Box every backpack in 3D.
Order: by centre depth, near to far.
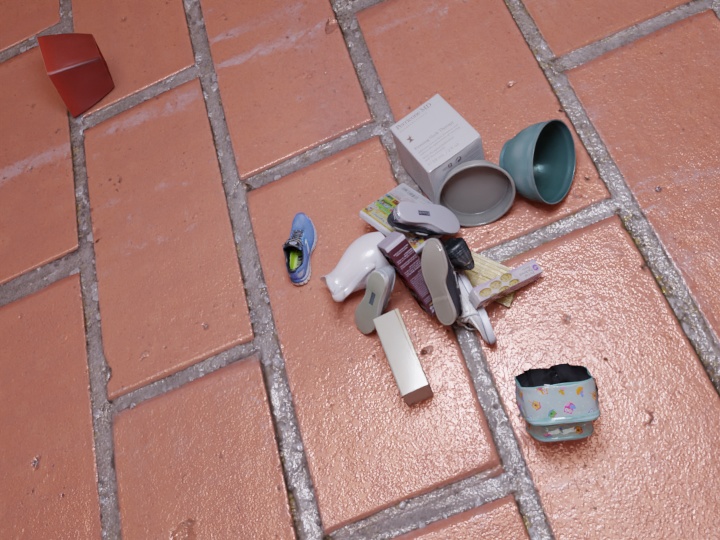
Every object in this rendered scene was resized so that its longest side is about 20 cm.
[{"bbox_3d":[0.417,0.278,1.356,0.171,0.200,0.158,-7,80,10],"label":"backpack"}]

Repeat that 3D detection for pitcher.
[{"bbox_3d":[0.000,0.000,1.621,0.199,0.122,0.172,-38,17,-1],"label":"pitcher"}]

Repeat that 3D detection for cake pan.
[{"bbox_3d":[0.289,-0.196,1.614,0.195,0.203,0.037,-10,45,10],"label":"cake pan"}]

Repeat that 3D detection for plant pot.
[{"bbox_3d":[0.435,-0.273,1.620,0.133,0.200,0.203,10,66,48],"label":"plant pot"},{"bbox_3d":[-0.955,-0.683,2.182,0.173,0.202,0.202,-23,61,-11],"label":"plant pot"}]

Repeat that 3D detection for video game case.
[{"bbox_3d":[0.126,-0.138,1.680,0.199,0.023,0.181,37,53,25],"label":"video game case"}]

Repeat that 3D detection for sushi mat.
[{"bbox_3d":[0.304,0.011,1.611,0.197,0.012,0.097,26,77,24],"label":"sushi mat"}]

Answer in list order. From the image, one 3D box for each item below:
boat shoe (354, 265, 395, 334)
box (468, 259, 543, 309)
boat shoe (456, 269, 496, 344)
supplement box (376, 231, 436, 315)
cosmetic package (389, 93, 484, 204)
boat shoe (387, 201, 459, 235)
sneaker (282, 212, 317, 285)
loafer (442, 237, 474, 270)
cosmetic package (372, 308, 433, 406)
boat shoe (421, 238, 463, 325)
[{"bbox_3d":[0.043,0.073,1.583,0.070,0.204,0.071,39,43,24],"label":"boat shoe"},{"bbox_3d":[0.347,0.032,1.532,0.196,0.039,0.042,-22,65,-22],"label":"box"},{"bbox_3d":[0.252,0.098,1.550,0.085,0.075,0.205,-26,67,4],"label":"boat shoe"},{"bbox_3d":[0.126,0.006,1.554,0.060,0.109,0.202,-37,101,-3],"label":"supplement box"},{"bbox_3d":[0.207,-0.311,1.687,0.166,0.167,0.201,-34,55,-2],"label":"cosmetic package"},{"bbox_3d":[0.156,-0.119,1.592,0.196,0.068,0.074,5,64,-32],"label":"boat shoe"},{"bbox_3d":[-0.165,-0.069,1.734,0.076,0.089,0.205,-5,65,11],"label":"sneaker"},{"bbox_3d":[0.224,-0.033,1.570,0.072,0.200,0.073,-37,96,-1],"label":"loafer"},{"bbox_3d":[0.101,0.207,1.530,0.072,0.104,0.203,-24,63,2],"label":"cosmetic package"},{"bbox_3d":[0.194,0.021,1.493,0.072,0.062,0.205,-8,98,43],"label":"boat shoe"}]
